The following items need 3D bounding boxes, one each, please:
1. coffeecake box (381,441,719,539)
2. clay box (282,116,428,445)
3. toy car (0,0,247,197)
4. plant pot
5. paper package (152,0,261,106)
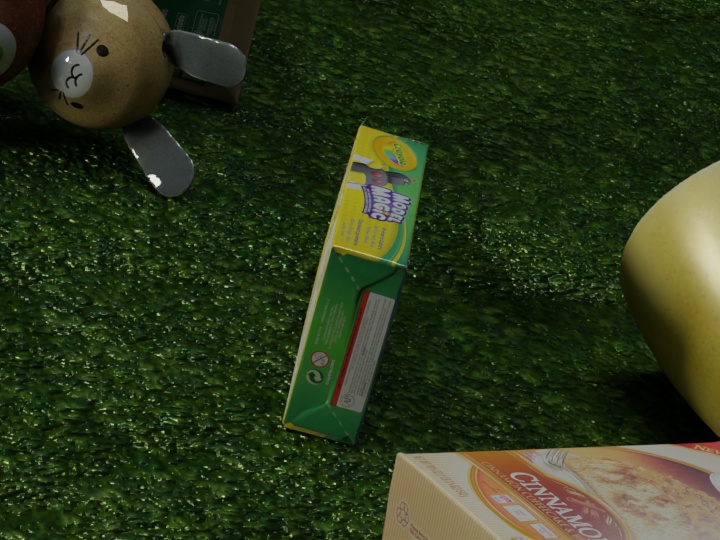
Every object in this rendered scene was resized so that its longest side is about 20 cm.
[{"bbox_3d":[0.133,0.149,1.480,0.200,0.073,0.153,0,21,-30],"label":"coffeecake box"},{"bbox_3d":[0.000,0.000,1.685,0.048,0.115,0.200,16,26,-1],"label":"clay box"},{"bbox_3d":[-0.174,-0.132,1.831,0.200,0.164,0.158,32,27,6],"label":"toy car"},{"bbox_3d":[0.259,0.040,1.698,0.200,0.200,0.142,5,51,-21],"label":"plant pot"},{"bbox_3d":[-0.115,-0.241,2.018,0.103,0.200,0.191,11,25,-10],"label":"paper package"}]
